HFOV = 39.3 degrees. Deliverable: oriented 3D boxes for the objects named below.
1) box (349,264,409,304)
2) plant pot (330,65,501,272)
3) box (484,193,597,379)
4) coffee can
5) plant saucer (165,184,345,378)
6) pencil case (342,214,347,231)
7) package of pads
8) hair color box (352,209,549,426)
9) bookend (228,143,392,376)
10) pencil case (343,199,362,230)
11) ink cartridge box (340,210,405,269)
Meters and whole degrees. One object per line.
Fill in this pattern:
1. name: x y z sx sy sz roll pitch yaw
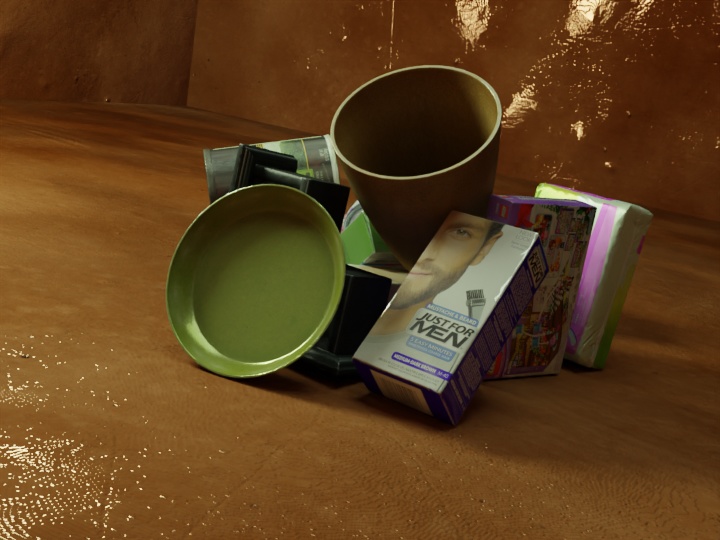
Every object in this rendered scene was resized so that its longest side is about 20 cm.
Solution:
1. box: 0.082 0.047 1.212 0.197 0.079 0.095 5 12 -21
2. plant pot: 0.073 -0.092 1.137 0.183 0.202 0.188 -7 45 7
3. box: 0.186 0.019 1.128 0.135 0.203 0.039 0 16 -37
4. coffee can: -0.136 -0.126 1.559 0.196 0.149 0.146 -8 15 -8
5. plant saucer: -0.103 0.012 1.019 0.197 0.203 0.031 14 -13 24
6. pencil case: -0.023 -0.037 1.502 0.086 0.084 0.198 35 25 35
7. package of pads: 0.259 0.002 1.258 0.068 0.203 0.154 14 5 -40
8. hair color box: 0.092 0.042 1.001 0.108 0.065 0.201 17 59 34
9. bookend: -0.053 -0.013 1.080 0.198 0.202 0.092 18 8 34
10. pencil case: 0.044 -0.093 1.484 0.091 0.083 0.200 42 30 -4
11. ink cartridge box: 0.000 0.000 1.308 0.103 0.060 0.200 0 -28 -36
